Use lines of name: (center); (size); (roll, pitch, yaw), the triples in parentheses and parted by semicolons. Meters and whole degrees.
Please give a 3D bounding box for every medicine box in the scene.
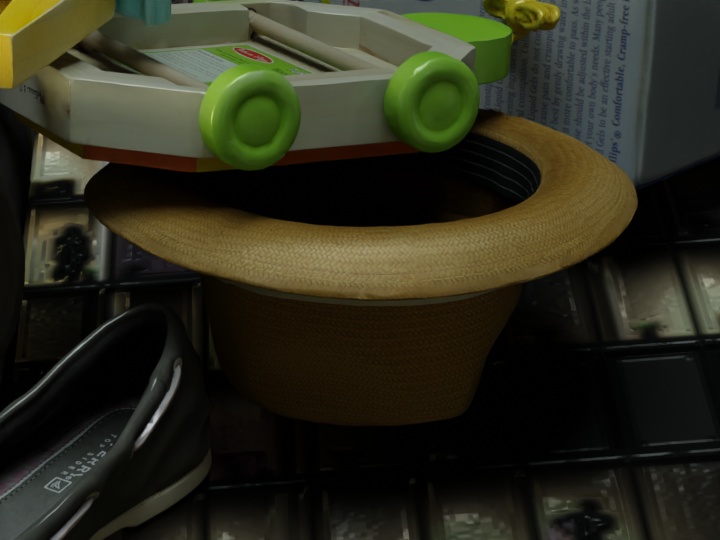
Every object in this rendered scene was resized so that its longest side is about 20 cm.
medicine box: (0.078, -0.119, 1.150); (0.199, 0.104, 0.182); (17, 24, 34)

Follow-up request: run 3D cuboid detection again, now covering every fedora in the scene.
fedora: (0.000, 0.000, 0.991); (0.199, 0.082, 0.201); (-1, 19, 0)

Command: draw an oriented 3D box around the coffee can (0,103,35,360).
coffee can: (-0.189, -0.048, 1.041); (0.145, 0.147, 0.200); (-4, 29, -1)

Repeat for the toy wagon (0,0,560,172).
toy wagon: (-0.021, -0.070, 0.997); (0.199, 0.040, 0.155); (-6, 19, -29)

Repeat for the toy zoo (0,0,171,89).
toy zoo: (-0.159, -0.103, 0.968); (0.199, 0.021, 0.131); (8, 29, 11)

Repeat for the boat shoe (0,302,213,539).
boat shoe: (-0.116, 0.075, 0.906); (0.067, 0.057, 0.200); (15, 34, 29)
